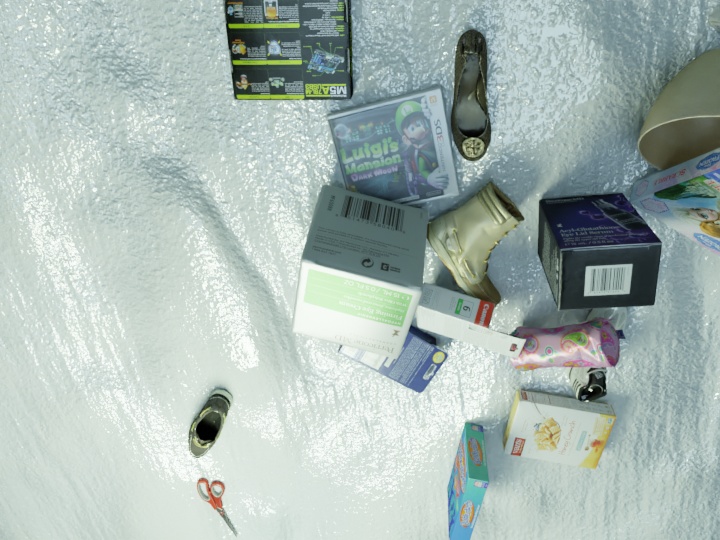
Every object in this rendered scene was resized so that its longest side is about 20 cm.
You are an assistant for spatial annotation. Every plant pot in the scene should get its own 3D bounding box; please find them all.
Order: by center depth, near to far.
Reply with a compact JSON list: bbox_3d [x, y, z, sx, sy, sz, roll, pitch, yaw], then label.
[{"bbox_3d":[0.514,-0.232,0.829,0.195,0.200,0.138,17,80,-2],"label":"plant pot"}]

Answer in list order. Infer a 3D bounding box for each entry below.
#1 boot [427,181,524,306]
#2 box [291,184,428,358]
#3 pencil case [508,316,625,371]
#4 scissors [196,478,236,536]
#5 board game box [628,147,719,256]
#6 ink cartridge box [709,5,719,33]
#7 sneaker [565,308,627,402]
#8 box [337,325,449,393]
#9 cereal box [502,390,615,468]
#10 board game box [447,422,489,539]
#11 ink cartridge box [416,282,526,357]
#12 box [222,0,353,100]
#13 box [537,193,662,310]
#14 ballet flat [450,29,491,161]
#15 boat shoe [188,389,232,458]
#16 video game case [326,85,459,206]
[{"bbox_3d":[0.226,-0.039,1.014,0.154,0.073,0.201,-34,104,25],"label":"boot"},{"bbox_3d":[0.000,0.000,0.976,0.193,0.203,0.174,13,134,-1],"label":"box"},{"bbox_3d":[0.363,0.135,1.042,0.197,0.088,0.088,-14,119,44],"label":"pencil case"},{"bbox_3d":[-0.360,0.600,1.459,0.071,0.014,0.205,-3,118,6],"label":"scissors"},{"bbox_3d":[0.555,-0.098,0.883,0.196,0.199,0.042,28,78,-7],"label":"board game box"},{"bbox_3d":[0.608,-0.379,0.779,0.144,0.085,0.202,31,115,-10],"label":"ink cartridge box"},{"bbox_3d":[0.447,0.158,1.065,0.073,0.116,0.205,13,119,-1],"label":"sneaker"},{"bbox_3d":[0.066,0.157,1.160,0.196,0.033,0.123,28,118,-6],"label":"box"},{"bbox_3d":[0.404,0.329,1.195,0.194,0.040,0.148,8,118,3],"label":"cereal box"},{"bbox_3d":[0.224,0.455,1.229,0.044,0.153,0.205,9,118,2],"label":"board game box"},{"bbox_3d":[0.200,0.091,1.045,0.195,0.051,0.110,17,158,14],"label":"ink cartridge box"},{"bbox_3d":[-0.110,-0.367,0.899,0.194,0.048,0.198,1,120,6],"label":"box"},{"bbox_3d":[0.369,-0.035,0.925,0.143,0.201,0.107,-4,118,8],"label":"box"},{"bbox_3d":[0.176,-0.269,0.913,0.065,0.047,0.205,0,118,8],"label":"ballet flat"},{"bbox_3d":[-0.347,0.356,1.300,0.070,0.061,0.204,25,118,-7],"label":"boat shoe"},{"bbox_3d":[0.057,-0.195,0.981,0.194,0.024,0.186,-10,116,12],"label":"video game case"}]
